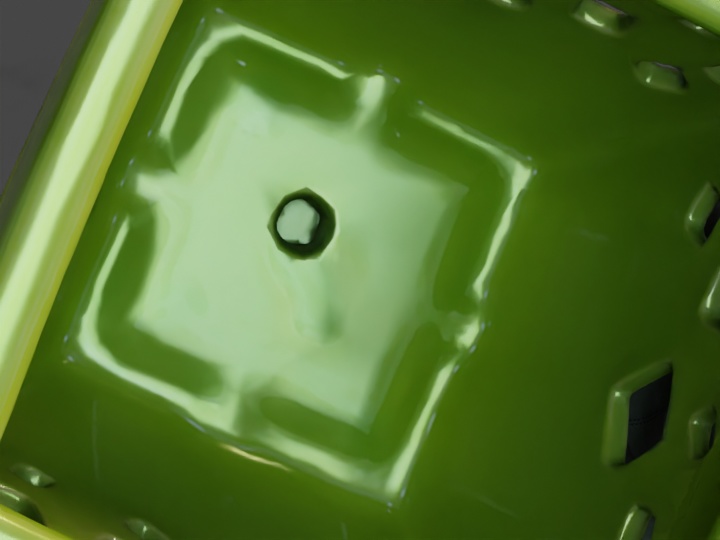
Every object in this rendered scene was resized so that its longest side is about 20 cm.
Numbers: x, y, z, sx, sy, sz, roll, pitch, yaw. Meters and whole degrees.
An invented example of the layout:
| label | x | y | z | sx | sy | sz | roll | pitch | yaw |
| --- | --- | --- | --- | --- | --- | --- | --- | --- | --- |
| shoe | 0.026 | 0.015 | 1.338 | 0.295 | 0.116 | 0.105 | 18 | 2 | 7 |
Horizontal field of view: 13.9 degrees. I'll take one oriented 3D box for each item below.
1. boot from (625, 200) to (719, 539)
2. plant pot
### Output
| label | x | y | z | sx | sy | sz | roll | pitch | yaw |
| --- | --- | --- | --- | --- | --- | --- | --- | --- | --- |
| boot | 0.091 | 0.069 | 0.813 | 0.067 | 0.131 | 0.201 | 11 | 92 | -14 |
| plant pot | 0.000 | 0.000 | 0.760 | 0.198 | 0.181 | 0.201 | 24 | 89 | -14 |
